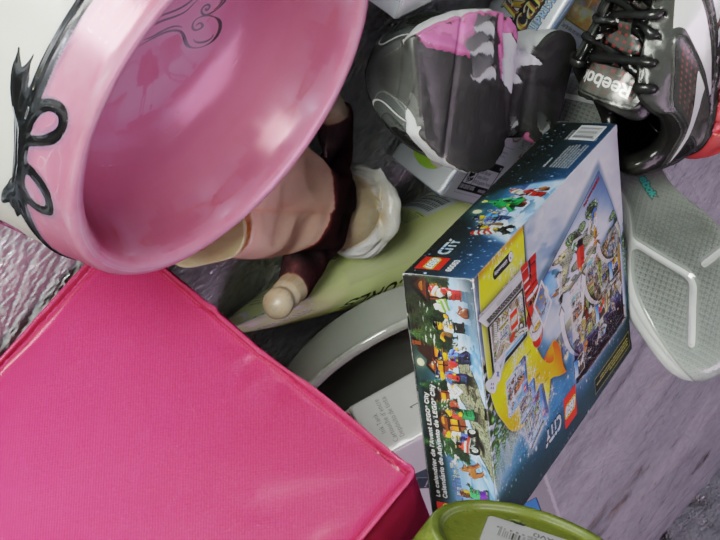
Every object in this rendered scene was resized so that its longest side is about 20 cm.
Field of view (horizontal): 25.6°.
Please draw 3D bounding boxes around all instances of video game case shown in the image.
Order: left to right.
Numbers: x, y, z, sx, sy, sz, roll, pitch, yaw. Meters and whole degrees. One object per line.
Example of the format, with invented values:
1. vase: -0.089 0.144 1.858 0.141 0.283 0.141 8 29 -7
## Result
1. video game case: 0.120 -0.124 1.001 0.182 0.045 0.200 -56 159 12

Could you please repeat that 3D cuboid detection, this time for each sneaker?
1. sneaker: 0.041 -0.096 0.822 0.200 0.086 0.081 -5 105 -66
2. sneaker: 0.165 -0.018 0.946 0.070 0.202 0.080 -13 153 -17
3. sneaker: 0.160 -0.136 0.857 0.097 0.071 0.202 -31 132 -29

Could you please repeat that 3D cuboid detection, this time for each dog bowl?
1. dog bowl: -0.075 -0.086 0.623 0.200 0.074 0.201 -43 156 -24

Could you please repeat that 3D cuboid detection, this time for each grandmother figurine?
1. grandmother figurine: -0.031 -0.038 0.814 0.122 0.060 0.200 -67 159 5

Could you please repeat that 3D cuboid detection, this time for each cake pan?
1. cake pan: 0.033 0.074 0.961 0.198 0.037 0.201 -17 144 -13

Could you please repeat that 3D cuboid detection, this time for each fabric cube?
1. fabric cube: -0.092 0.141 0.773 0.196 0.200 0.200 -47 156 -12

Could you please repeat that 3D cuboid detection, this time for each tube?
1. tube: 0.000 0.000 0.942 0.199 0.052 0.058 -24 141 -50

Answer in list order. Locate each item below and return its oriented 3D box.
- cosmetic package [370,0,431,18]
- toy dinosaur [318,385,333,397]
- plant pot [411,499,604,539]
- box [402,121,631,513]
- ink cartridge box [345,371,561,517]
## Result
1. cosmetic package: 0.079 -0.223 0.755 0.199 0.052 0.152 -33 150 -41
2. toy dinosaur: 0.023 0.069 1.052 0.136 0.102 0.200 -43 -176 22
3. plant pot: 0.048 0.211 0.694 0.187 0.186 0.202 -11 119 -59
4. box: 0.087 0.023 0.810 0.200 0.037 0.138 -42 131 -52
5. ink cartridge box: 0.026 0.141 0.971 0.175 0.045 0.201 -27 144 -1
